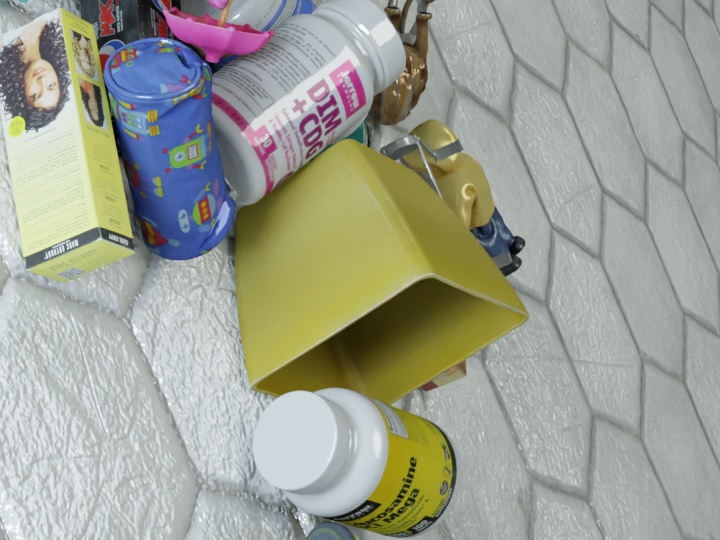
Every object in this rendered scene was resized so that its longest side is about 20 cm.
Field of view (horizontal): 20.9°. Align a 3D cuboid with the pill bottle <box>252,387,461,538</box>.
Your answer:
[{"bbox_3d":[-0.004,0.166,1.708,0.200,0.112,0.113,25,48,-54],"label":"pill bottle"}]

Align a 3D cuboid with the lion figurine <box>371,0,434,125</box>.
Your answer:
[{"bbox_3d":[0.048,-0.242,2.180,0.200,0.072,0.123,-63,160,-66],"label":"lion figurine"}]

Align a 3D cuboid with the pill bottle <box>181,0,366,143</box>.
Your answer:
[{"bbox_3d":[-0.076,-0.208,1.867,0.200,0.112,0.112,45,34,-40],"label":"pill bottle"}]

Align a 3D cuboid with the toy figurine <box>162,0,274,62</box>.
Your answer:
[{"bbox_3d":[-0.105,-0.274,1.668,0.200,0.150,0.184,72,31,-55],"label":"toy figurine"}]

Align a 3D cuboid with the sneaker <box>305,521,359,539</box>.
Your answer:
[{"bbox_3d":[-0.043,0.273,1.596,0.081,0.074,0.200,51,28,-25],"label":"sneaker"}]

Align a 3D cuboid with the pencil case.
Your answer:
[{"bbox_3d":[-0.150,-0.097,1.584,0.200,0.087,0.078,82,-19,-48],"label":"pencil case"}]

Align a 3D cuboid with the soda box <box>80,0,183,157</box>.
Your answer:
[{"bbox_3d":[-0.195,-0.195,1.678,0.071,0.063,0.200,36,40,-50],"label":"soda box"}]

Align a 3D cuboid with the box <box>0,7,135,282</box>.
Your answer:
[{"bbox_3d":[-0.232,-0.097,1.517,0.050,0.075,0.200,22,50,-59],"label":"box"}]

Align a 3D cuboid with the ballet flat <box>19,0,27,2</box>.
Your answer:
[{"bbox_3d":[-0.217,-0.265,1.625,0.200,0.067,0.070,-27,90,-36],"label":"ballet flat"}]

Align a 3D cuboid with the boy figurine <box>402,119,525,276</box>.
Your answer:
[{"bbox_3d":[0.114,-0.079,2.193,0.200,0.064,0.124,53,29,-27],"label":"boy figurine"}]

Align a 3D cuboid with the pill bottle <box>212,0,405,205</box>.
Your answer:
[{"bbox_3d":[-0.061,-0.158,1.746,0.200,0.113,0.113,-40,111,-24],"label":"pill bottle"}]

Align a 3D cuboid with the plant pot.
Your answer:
[{"bbox_3d":[0.000,0.000,1.775,0.200,0.200,0.177,23,40,-56],"label":"plant pot"}]

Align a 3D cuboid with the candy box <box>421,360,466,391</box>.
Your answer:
[{"bbox_3d":[0.056,0.010,2.015,0.115,0.055,0.200,42,35,-40],"label":"candy box"}]

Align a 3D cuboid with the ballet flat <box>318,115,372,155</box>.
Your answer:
[{"bbox_3d":[-0.015,-0.098,1.971,0.074,0.074,0.200,24,51,-56],"label":"ballet flat"}]

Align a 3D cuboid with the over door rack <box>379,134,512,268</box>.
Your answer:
[{"bbox_3d":[0.080,-0.059,1.993,0.148,0.067,0.200,67,17,5],"label":"over door rack"}]
